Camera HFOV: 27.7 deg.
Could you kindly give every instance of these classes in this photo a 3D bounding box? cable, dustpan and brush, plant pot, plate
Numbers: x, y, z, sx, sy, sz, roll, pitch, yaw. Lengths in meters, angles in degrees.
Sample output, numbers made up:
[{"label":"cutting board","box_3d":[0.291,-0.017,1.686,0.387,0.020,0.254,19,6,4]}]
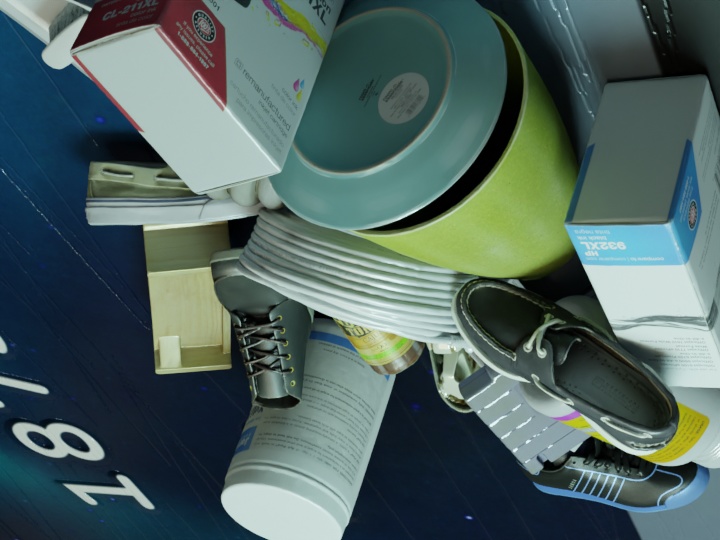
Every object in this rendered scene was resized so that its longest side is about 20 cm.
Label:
[{"label":"cable","box_3d":[0.000,0.000,1.215,0.199,0.070,0.200,12,-172,-40]},{"label":"dustpan and brush","box_3d":[-0.215,-0.201,1.176,0.139,0.057,0.200,37,142,-23]},{"label":"plant pot","box_3d":[0.089,-0.072,1.118,0.186,0.188,0.200,-6,154,33]},{"label":"plate","box_3d":[0.009,-0.124,1.044,0.199,0.201,0.026,-3,154,31]}]

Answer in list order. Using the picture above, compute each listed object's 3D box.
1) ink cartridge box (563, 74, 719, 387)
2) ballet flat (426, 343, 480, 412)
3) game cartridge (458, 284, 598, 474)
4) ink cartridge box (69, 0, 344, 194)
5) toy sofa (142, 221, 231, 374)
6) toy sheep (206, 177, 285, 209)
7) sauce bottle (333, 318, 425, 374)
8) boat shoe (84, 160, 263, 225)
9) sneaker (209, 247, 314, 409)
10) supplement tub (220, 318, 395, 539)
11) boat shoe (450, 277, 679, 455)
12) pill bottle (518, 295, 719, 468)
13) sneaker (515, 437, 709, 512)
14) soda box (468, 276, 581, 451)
[{"label":"ink cartridge box","box_3d":[0.236,-0.026,1.111,0.083,0.146,0.200,-1,141,29]},{"label":"ballet flat","box_3d":[0.090,0.066,1.389,0.067,0.064,0.200,5,143,21]},{"label":"game cartridge","box_3d":[0.199,0.085,1.300,0.200,0.038,0.130,-35,121,10]},{"label":"ink cartridge box","box_3d":[-0.097,-0.180,1.022,0.083,0.201,0.146,-11,136,34]},{"label":"toy sofa","box_3d":[-0.170,0.012,1.449,0.082,0.098,0.200,-4,146,-8]},{"label":"toy sheep","box_3d":[-0.097,-0.118,1.175,0.199,0.138,0.138,31,148,11]},{"label":"sauce bottle","box_3d":[-0.010,0.014,1.365,0.064,0.065,0.200,-9,131,36]},{"label":"boat shoe","box_3d":[-0.160,-0.076,1.320,0.199,0.072,0.062,-3,97,13]},{"label":"sneaker","box_3d":[-0.086,0.055,1.345,0.074,0.107,0.200,-5,156,15]},{"label":"supplement tub","box_3d":[-0.050,0.162,1.471,0.131,0.201,0.132,14,145,10]},{"label":"boat shoe","box_3d":[0.157,0.067,1.119,0.200,0.074,0.060,40,166,11]},{"label":"pill bottle","box_3d":[0.238,0.102,1.238,0.199,0.105,0.104,25,147,-27]},{"label":"sneaker","box_3d":[0.248,0.196,1.482,0.199,0.070,0.078,-2,147,31]},{"label":"soda box","box_3d":[0.153,0.080,1.354,0.200,0.068,0.064,47,169,-34]}]
